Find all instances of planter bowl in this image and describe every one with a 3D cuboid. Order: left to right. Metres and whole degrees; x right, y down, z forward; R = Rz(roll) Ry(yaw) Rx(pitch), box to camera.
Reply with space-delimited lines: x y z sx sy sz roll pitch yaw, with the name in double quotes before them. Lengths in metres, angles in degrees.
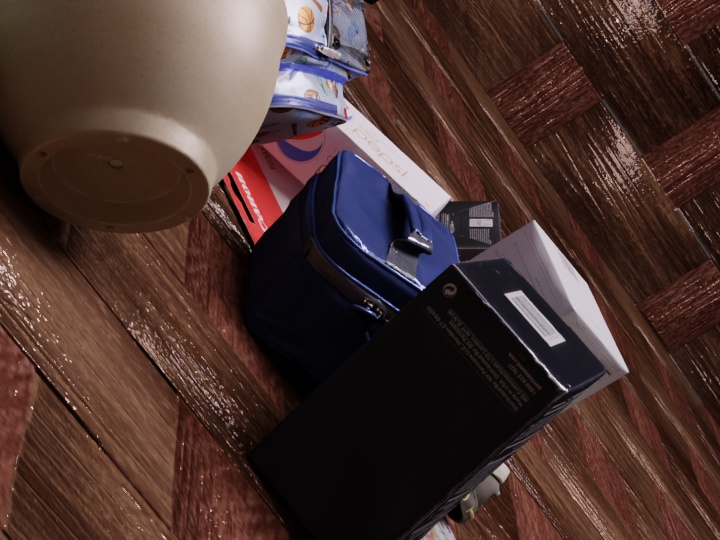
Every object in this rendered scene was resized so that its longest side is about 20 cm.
"planter bowl" -0.149 -0.108 1.362 0.200 0.199 0.135 44 42 -49

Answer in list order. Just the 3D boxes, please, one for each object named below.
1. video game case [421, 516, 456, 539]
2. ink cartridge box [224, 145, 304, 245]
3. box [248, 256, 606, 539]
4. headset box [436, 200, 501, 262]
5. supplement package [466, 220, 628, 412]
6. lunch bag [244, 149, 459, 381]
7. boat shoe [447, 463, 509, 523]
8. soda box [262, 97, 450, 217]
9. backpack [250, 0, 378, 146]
"video game case" 0.065 0.250 1.664 0.143 0.018 0.200 43 19 -52
"ink cartridge box" -0.057 -0.054 1.887 0.161 0.050 0.200 63 11 25
"box" 0.050 0.099 1.522 0.123 0.198 0.200 48 11 9
"headset box" 0.092 0.052 1.975 0.149 0.075 0.201 -83 172 -71
"supplement package" 0.102 0.073 1.826 0.114 0.200 0.110 46 17 -45
"lunch bag" 0.000 0.000 1.688 0.136 0.132 0.200 35 19 -15
"boat shoe" 0.061 0.151 1.723 0.072 0.060 0.202 30 -7 29
"soda box" -0.020 -0.102 1.890 0.200 0.064 0.068 42 23 4
"backpack" -0.102 -0.181 1.732 0.190 0.199 0.155 26 53 -59
